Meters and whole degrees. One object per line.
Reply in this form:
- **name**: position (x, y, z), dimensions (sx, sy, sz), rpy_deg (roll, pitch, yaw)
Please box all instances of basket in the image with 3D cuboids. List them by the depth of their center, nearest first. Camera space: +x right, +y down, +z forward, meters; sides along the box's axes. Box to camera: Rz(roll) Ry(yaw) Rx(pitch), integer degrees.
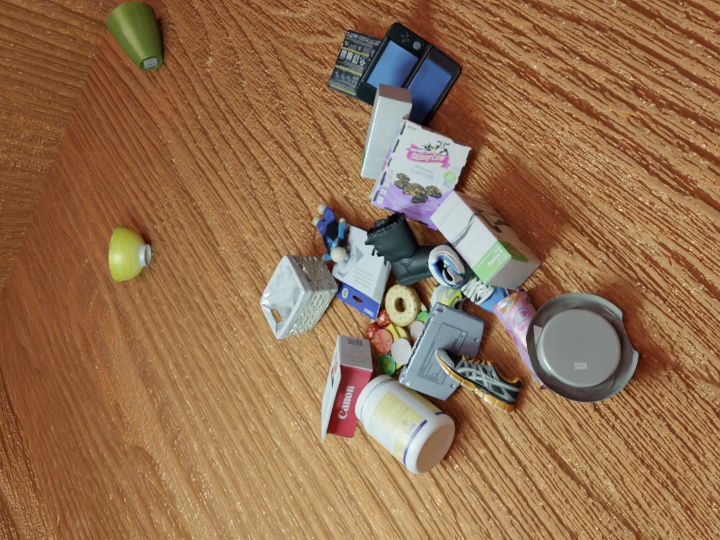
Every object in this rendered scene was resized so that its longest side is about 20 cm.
- **basket**: position (-0.162, 0.067, 1.657), dimensions (0.136, 0.122, 0.201), rpy_deg (59, 135, 29)

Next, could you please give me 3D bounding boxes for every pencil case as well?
- **pencil case**: position (0.346, 0.136, 1.252), dimensions (0.087, 0.087, 0.201), rpy_deg (-42, 59, 30)

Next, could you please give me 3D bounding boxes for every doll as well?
- **doll**: position (-0.076, -0.086, 1.632), dimensions (0.137, 0.048, 0.201), rpy_deg (-65, 31, 28)

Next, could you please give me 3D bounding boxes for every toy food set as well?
- **toy food set**: position (0.093, 0.149, 1.494), dimensions (0.200, 0.048, 0.199), rpy_deg (-44, 59, 29)

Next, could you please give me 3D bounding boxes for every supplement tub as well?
- **supplement tub**: position (0.097, 0.341, 1.405), dimensions (0.199, 0.145, 0.147), rpy_deg (33, 107, 39)

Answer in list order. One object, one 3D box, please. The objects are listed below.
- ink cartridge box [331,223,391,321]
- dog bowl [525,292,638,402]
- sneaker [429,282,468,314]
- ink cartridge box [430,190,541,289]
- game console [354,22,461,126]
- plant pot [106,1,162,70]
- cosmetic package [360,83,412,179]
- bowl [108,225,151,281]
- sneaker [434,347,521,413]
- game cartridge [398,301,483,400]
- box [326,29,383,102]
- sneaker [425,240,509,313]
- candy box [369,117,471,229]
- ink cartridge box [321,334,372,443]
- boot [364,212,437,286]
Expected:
- **ink cartridge box**: position (0.000, 0.000, 1.570), dimensions (0.199, 0.040, 0.202), rpy_deg (25, 102, 54)
- **dog bowl**: position (0.404, 0.146, 1.158), dimensions (0.197, 0.059, 0.203), rpy_deg (-3, 70, 10)
- **sneaker**: position (0.190, 0.131, 1.395), dimensions (0.076, 0.075, 0.203), rpy_deg (11, 97, 36)
- **ink cartridge box**: position (0.261, -0.064, 1.304), dimensions (0.084, 0.145, 0.201), rpy_deg (-50, 57, 24)
- **game console**: position (0.109, -0.458, 1.507), dimensions (0.201, 0.175, 0.117), rpy_deg (-56, 26, 21)
- **plant pot**: position (-0.825, -0.864, 2.351), dimensions (0.186, 0.186, 0.202), rpy_deg (-32, 80, 34)
- **cosmetic package**: position (0.060, -0.327, 1.489), dimensions (0.108, 0.084, 0.202), rpy_deg (-88, 9, -59)
- **bowl**: position (-0.829, -0.060, 2.278), dimensions (0.106, 0.200, 0.203), rpy_deg (3, 86, -1)
- **sneaker**: position (0.246, 0.214, 1.311), dimensions (0.199, 0.078, 0.078), rpy_deg (32, 95, 6)
- **game cartridge**: position (0.183, 0.179, 1.364), dimensions (0.041, 0.132, 0.202), rpy_deg (-96, 30, -74)
- **box**: position (0.013, -0.529, 1.639), dimensions (0.199, 0.049, 0.163), rpy_deg (32, 105, 39)
- **sneaker**: position (0.219, 0.028, 1.293), dimensions (0.200, 0.146, 0.081), rpy_deg (49, 118, 5)
- **candy box**: position (0.134, -0.219, 1.419), dimensions (0.072, 0.166, 0.202), rpy_deg (-103, 34, -74)
- **ink cartridge box**: position (-0.034, 0.288, 1.485), dimensions (0.176, 0.083, 0.202), rpy_deg (-95, 17, -65)
- **boot**: position (0.121, -0.060, 1.407), dimensions (0.197, 0.163, 0.074), rpy_deg (-22, 27, 28)
